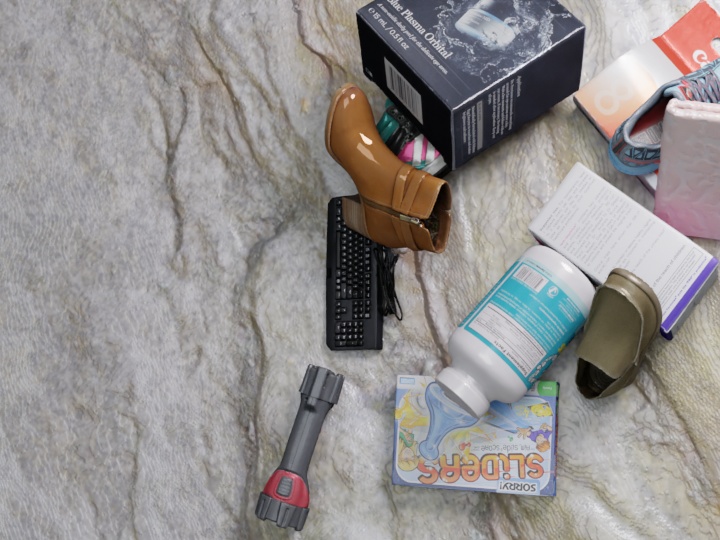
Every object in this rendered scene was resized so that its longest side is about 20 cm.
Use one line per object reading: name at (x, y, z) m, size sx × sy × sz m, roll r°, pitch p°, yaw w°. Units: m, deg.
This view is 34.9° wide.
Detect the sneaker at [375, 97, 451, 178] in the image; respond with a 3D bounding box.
sneaker at (0.087, -0.181, 1.442) m, size 0.199 × 0.084 × 0.121 m, roll -35°, pitch 83°, yaw 11°

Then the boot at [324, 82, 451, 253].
boot at (0.035, -0.117, 1.363) m, size 0.155 × 0.076 × 0.202 m, roll 20°, pitch 121°, yaw 43°

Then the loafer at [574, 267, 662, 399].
loafer at (0.283, 0.081, 1.279) m, size 0.076 × 0.201 × 0.067 m, roll 32°, pitch 57°, yaw 30°

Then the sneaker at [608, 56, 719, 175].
sneaker at (0.374, -0.182, 1.299) m, size 0.199 × 0.096 × 0.080 m, roll -37°, pitch 75°, yaw 1°

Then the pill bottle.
pill bottle at (0.177, 0.076, 1.332) m, size 0.111 × 0.111 × 0.200 m, roll 41°, pitch 83°, yaw 18°

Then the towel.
towel at (0.426, -0.104, 1.270) m, size 0.189 × 0.201 × 0.032 m, roll 9°, pitch 54°, yaw 16°

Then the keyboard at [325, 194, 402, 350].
keyboard at (0.000, 0.000, 1.461) m, size 0.103 × 0.040 × 0.202 m, roll -3°, pitch 82°, yaw 18°

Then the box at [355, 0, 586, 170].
box at (0.130, -0.264, 1.372) m, size 0.199 × 0.118 × 0.197 m, roll -33°, pitch 62°, yaw -13°

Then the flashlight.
flashlight at (-0.072, 0.221, 1.441) m, size 0.067 × 0.068 × 0.202 m, roll 9°, pitch 79°, yaw 52°

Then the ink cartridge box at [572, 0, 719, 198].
ink cartridge box at (0.381, -0.209, 1.369) m, size 0.200 × 0.050 × 0.163 m, roll -41°, pitch 73°, yaw 11°

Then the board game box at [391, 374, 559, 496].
board game box at (0.139, 0.198, 1.390) m, size 0.198 × 0.034 × 0.137 m, roll 0°, pitch 82°, yaw 17°

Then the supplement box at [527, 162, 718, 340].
supplement box at (0.306, -0.021, 1.336) m, size 0.199 × 0.101 × 0.104 m, roll 37°, pitch 93°, yaw 18°
